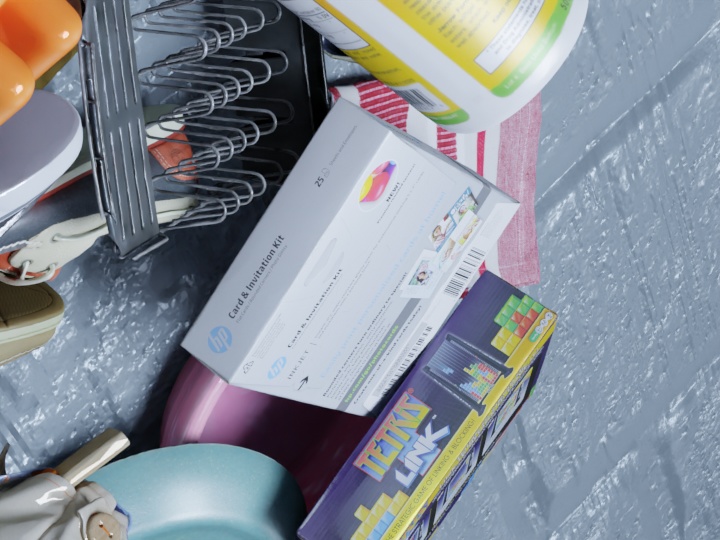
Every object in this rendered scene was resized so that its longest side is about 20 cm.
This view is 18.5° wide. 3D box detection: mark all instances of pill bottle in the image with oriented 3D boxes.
[{"bbox_3d":[0.009,-0.165,1.092,0.200,0.111,0.111,36,87,-29],"label":"pill bottle"}]

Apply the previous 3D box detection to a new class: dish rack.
[{"bbox_3d":[-0.078,-0.094,1.120,0.200,0.055,0.154,-39,125,-62],"label":"dish rack"}]

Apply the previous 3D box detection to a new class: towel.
[{"bbox_3d":[0.048,-0.050,1.363,0.200,0.023,0.144,-11,103,-49],"label":"towel"}]

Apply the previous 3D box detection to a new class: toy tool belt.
[{"bbox_3d":[-0.190,0.160,1.188,0.125,0.200,0.123,35,52,-16],"label":"toy tool belt"}]

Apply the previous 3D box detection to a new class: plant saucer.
[{"bbox_3d":[-0.052,0.089,1.369,0.200,0.051,0.201,-29,135,-33],"label":"plant saucer"},{"bbox_3d":[-0.119,0.185,1.309,0.200,0.036,0.200,-16,137,-15],"label":"plant saucer"}]

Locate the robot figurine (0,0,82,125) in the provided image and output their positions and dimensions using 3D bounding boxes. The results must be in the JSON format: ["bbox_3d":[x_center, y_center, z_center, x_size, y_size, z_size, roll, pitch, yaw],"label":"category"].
[{"bbox_3d":[-0.212,-0.141,0.915,0.144,0.117,0.200,-46,103,0],"label":"robot figurine"}]

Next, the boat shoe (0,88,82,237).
[{"bbox_3d":[-0.209,-0.009,1.007,0.200,0.070,0.066,-38,149,-24],"label":"boat shoe"}]

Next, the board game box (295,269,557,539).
[{"bbox_3d":[0.037,0.115,1.354,0.200,0.057,0.165,-53,168,-18],"label":"board game box"}]

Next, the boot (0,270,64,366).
[{"bbox_3d":[-0.244,0.085,1.123,0.200,0.072,0.155,-18,129,-38],"label":"boot"}]

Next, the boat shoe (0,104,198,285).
[{"bbox_3d":[-0.161,-0.026,1.132,0.200,0.071,0.063,-29,117,-42],"label":"boat shoe"}]

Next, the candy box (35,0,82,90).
[{"bbox_3d":[-0.220,-0.093,1.034,0.200,0.056,0.117,-48,144,-11],"label":"candy box"}]

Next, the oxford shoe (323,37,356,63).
[{"bbox_3d":[0.055,-0.155,1.216,0.074,0.071,0.200,-17,170,-40],"label":"oxford shoe"}]

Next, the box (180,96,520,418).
[{"bbox_3d":[0.000,0.000,1.215,0.156,0.041,0.200,-57,157,6],"label":"box"}]
